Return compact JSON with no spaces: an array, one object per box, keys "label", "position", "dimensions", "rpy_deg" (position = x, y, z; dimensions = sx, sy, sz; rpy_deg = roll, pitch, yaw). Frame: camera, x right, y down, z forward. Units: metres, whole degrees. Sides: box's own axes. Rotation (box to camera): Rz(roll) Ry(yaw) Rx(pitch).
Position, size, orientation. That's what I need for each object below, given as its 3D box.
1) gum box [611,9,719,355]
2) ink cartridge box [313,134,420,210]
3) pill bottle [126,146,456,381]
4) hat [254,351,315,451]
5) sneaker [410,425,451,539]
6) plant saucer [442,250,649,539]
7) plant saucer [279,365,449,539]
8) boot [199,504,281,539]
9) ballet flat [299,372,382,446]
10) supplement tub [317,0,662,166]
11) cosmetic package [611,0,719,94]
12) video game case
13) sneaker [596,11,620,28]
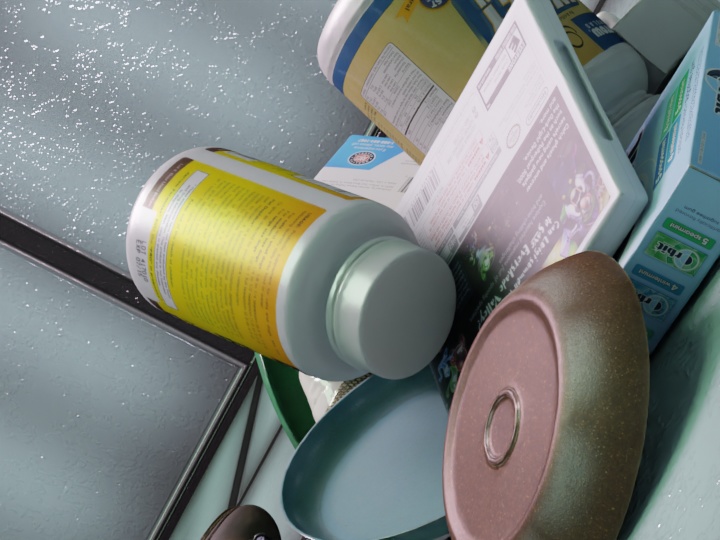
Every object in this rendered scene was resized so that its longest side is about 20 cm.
[{"label":"gum box","position":[0.162,-0.022,1.436],"dimensions":[0.200,0.045,0.170],"rpy_deg":[-61,6,36]},{"label":"ink cartridge box","position":[0.000,0.000,1.653],"dimensions":[0.200,0.116,0.068],"rpy_deg":[-51,-45,-38]},{"label":"pill bottle","position":[-0.040,-0.001,1.518],"dimensions":[0.200,0.109,0.109],"rpy_deg":[21,82,43]},{"label":"hat","position":[0.033,0.053,1.848],"dimensions":[0.176,0.200,0.166],"rpy_deg":[-28,-24,13]},{"label":"sneaker","position":[0.024,0.169,1.616],"dimensions":[0.199,0.079,0.130],"rpy_deg":[-54,-5,-11]},{"label":"plant saucer","position":[0.087,0.084,1.331],"dimensions":[0.200,0.037,0.201],"rpy_deg":[-167,90,-70]},{"label":"plant saucer","position":[0.045,0.105,1.544],"dimensions":[0.200,0.027,0.200],"rpy_deg":[-24,26,12]},{"label":"boot","position":[-0.051,0.188,1.502],"dimensions":[0.097,0.075,0.200],"rpy_deg":[-45,21,27]},{"label":"ballet flat","position":[0.002,0.055,1.694],"dimensions":[0.200,0.075,0.068],"rpy_deg":[-62,2,-38]},{"label":"supplement tub","position":[0.087,-0.116,1.599],"dimensions":[0.145,0.200,0.145],"rpy_deg":[-44,-12,-12]},{"label":"cosmetic package","position":[0.165,-0.114,1.714],"dimensions":[0.083,0.051,0.200],"rpy_deg":[-48,-4,-36]},{"label":"video game case","position":[0.083,-0.029,1.466],"dimensions":[0.200,0.023,0.182],"rpy_deg":[-60,34,34]},{"label":"sneaker","position":[0.146,-0.110,1.855],"dimensions":[0.093,0.070,0.200],"rpy_deg":[115,-179,-49]}]
